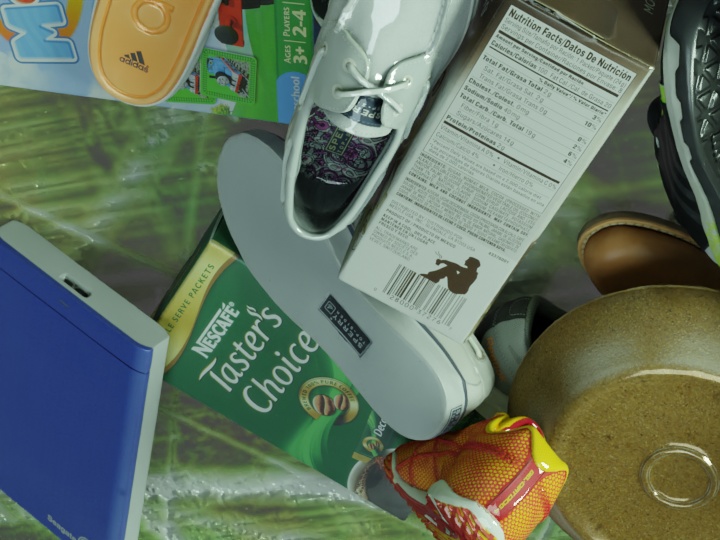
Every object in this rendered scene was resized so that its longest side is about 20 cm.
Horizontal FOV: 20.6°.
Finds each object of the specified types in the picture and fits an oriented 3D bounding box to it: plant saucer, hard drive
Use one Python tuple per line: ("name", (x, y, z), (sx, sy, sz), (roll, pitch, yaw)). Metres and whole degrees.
("plant saucer", (0.172, 0.101, 1.056), (0.198, 0.036, 0.202), (9, 125, 12))
("hard drive", (-0.182, 0.082, 1.220), (0.132, 0.025, 0.201), (34, 134, 23))

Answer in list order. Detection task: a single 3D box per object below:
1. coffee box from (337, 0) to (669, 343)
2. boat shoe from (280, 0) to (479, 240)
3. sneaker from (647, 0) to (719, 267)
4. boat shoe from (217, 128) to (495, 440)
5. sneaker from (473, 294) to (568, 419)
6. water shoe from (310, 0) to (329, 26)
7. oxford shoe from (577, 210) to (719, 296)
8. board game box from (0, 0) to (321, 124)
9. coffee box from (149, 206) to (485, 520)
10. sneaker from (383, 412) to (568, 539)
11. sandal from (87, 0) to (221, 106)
("coffee box", (0.072, -0.078, 0.990), (0.079, 0.113, 0.201), (27, 129, -5))
("boat shoe", (0.003, -0.090, 0.942), (0.072, 0.069, 0.200), (21, 139, -12))
("sneaker", (0.166, -0.070, 0.977), (0.083, 0.072, 0.201), (36, 157, 41))
("boat shoe", (0.000, 0.000, 1.092), (0.200, 0.066, 0.072), (48, 130, 14))
("sneaker", (0.147, 0.083, 1.110), (0.199, 0.074, 0.079), (31, 142, -8))
("water shoe", (0.017, -0.197, 0.926), (0.078, 0.072, 0.200), (7, 133, -40))
("oxford shoe", (0.193, 0.046, 1.078), (0.200, 0.071, 0.071), (41, 129, -14))
("board game box", (-0.116, -0.158, 1.035), (0.198, 0.037, 0.152), (9, 129, 12))
("coffee box", (-0.025, 0.057, 1.170), (0.199, 0.044, 0.123), (32, 131, -9))
("sneaker", (0.066, 0.115, 1.069), (0.073, 0.077, 0.200), (50, 169, -9))
("sandal", (-0.095, -0.152, 0.970), (0.079, 0.059, 0.208), (20, 129, 1))
